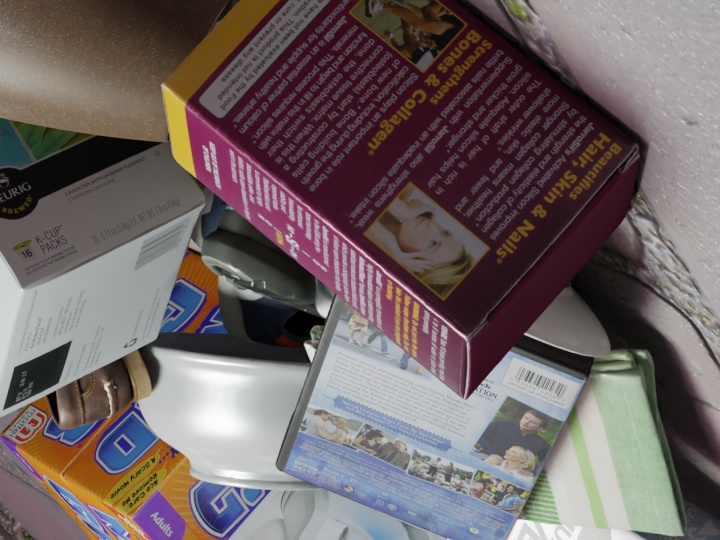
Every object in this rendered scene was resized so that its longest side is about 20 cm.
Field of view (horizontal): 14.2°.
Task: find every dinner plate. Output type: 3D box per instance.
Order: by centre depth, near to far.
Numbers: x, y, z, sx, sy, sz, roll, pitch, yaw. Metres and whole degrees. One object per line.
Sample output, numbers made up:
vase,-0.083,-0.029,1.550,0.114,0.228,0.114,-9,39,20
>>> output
dinner plate,0.050,-0.014,1.536,0.199,0.024,0.200,27,-171,-5

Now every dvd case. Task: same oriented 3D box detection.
dvd case,0.037,0.080,1.601,0.142,0.018,0.200,22,143,1

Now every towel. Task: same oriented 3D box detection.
towel,0.078,0.089,1.628,0.199,0.023,0.153,4,138,21

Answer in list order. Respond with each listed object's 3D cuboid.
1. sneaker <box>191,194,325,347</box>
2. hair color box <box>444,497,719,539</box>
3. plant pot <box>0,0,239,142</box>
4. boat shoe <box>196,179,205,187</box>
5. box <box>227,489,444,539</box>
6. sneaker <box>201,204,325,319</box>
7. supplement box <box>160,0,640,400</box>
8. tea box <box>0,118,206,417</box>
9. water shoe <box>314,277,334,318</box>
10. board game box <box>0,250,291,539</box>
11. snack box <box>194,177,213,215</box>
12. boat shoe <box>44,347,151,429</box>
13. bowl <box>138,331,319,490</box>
sneaker,-0.053,-0.019,1.843,0.084,0.075,0.200,15,151,22
hair color box,0.153,0.178,1.708,0.199,0.061,0.099,30,122,14
plant pot,-0.174,-0.157,1.590,0.199,0.188,0.187,26,164,2
boat shoe,-0.067,-0.081,1.670,0.200,0.074,0.076,38,165,16
box,0.039,0.200,1.983,0.200,0.177,0.097,34,164,31
sneaker,0.000,0.000,1.744,0.199,0.080,0.075,28,170,-32
supplement box,0.019,-0.058,1.406,0.200,0.131,0.103,40,165,13
tea box,-0.210,-0.050,1.751,0.197,0.133,0.200,56,155,14
water shoe,0.056,0.050,1.665,0.079,0.072,0.200,-28,116,33
board game box,-0.100,0.139,2.127,0.199,0.200,0.200,23,156,52
snack box,-0.155,-0.120,1.778,0.200,0.024,0.072,46,143,27
boat shoe,-0.209,0.012,1.874,0.201,0.070,0.071,58,162,27
bowl,-0.062,0.094,1.911,0.199,0.091,0.201,4,-177,0
